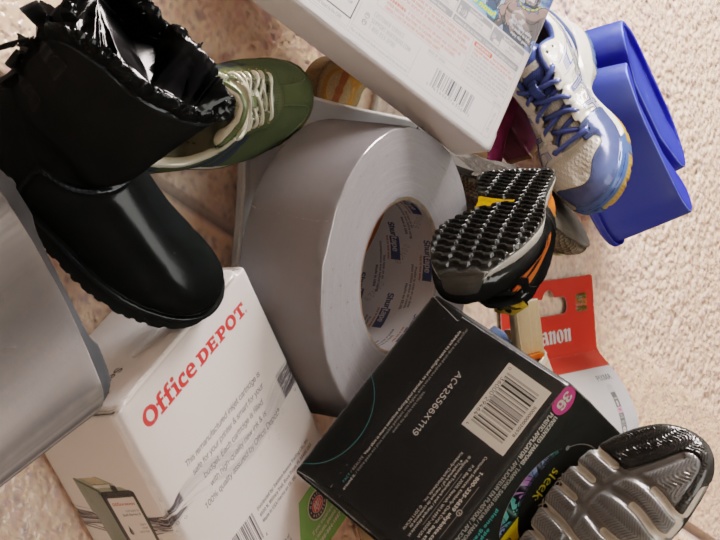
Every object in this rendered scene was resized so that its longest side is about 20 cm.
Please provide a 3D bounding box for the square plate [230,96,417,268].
[{"bbox_3d":[-0.029,-0.021,1.274,0.200,0.028,0.199,7,86,-51],"label":"square plate"}]

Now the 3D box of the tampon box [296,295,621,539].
[{"bbox_3d":[0.089,0.140,1.177,0.150,0.126,0.200,-52,139,-3],"label":"tampon box"}]

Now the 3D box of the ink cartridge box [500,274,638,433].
[{"bbox_3d":[0.182,0.110,1.549,0.162,0.057,0.201,-6,98,-53],"label":"ink cartridge box"}]

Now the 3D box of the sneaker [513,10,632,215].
[{"bbox_3d":[0.146,-0.129,1.396,0.088,0.075,0.201,30,33,-40],"label":"sneaker"}]

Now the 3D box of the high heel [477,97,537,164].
[{"bbox_3d":[0.074,-0.080,1.412,0.096,0.067,0.200,46,49,-22],"label":"high heel"}]

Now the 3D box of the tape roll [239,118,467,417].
[{"bbox_3d":[0.000,0.000,1.214,0.200,0.066,0.201,-21,115,-57],"label":"tape roll"}]

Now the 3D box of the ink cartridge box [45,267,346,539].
[{"bbox_3d":[-0.102,0.118,1.129,0.146,0.084,0.201,-51,129,-42],"label":"ink cartridge box"}]

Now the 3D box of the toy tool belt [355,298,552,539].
[{"bbox_3d":[0.066,0.112,1.326,0.200,0.125,0.123,-35,129,-22],"label":"toy tool belt"}]

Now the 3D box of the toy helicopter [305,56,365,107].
[{"bbox_3d":[0.026,-0.183,1.332,0.200,0.079,0.133,-42,129,-31],"label":"toy helicopter"}]

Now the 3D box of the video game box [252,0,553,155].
[{"bbox_3d":[0.040,-0.206,1.204,0.200,0.047,0.183,35,71,-28],"label":"video game box"}]

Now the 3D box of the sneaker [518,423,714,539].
[{"bbox_3d":[0.148,0.183,1.118,0.200,0.075,0.115,-43,144,4],"label":"sneaker"}]

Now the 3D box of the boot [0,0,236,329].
[{"bbox_3d":[-0.124,-0.063,0.995,0.198,0.162,0.073,39,47,-14],"label":"boot"}]

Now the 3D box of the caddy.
[{"bbox_3d":[0.207,-0.115,1.549,0.200,0.105,0.142,58,22,-34],"label":"caddy"}]

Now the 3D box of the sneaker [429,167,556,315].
[{"bbox_3d":[0.099,-0.003,1.232,0.200,0.070,0.090,-54,140,-63],"label":"sneaker"}]

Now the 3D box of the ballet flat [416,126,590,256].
[{"bbox_3d":[0.098,-0.053,1.354,0.200,0.046,0.068,23,30,-40],"label":"ballet flat"}]

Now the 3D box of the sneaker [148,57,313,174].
[{"bbox_3d":[-0.090,-0.095,1.120,0.200,0.090,0.067,-16,98,-39],"label":"sneaker"}]

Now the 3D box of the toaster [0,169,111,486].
[{"bbox_3d":[-0.228,0.032,0.941,0.129,0.113,0.201,-48,127,-41],"label":"toaster"}]
